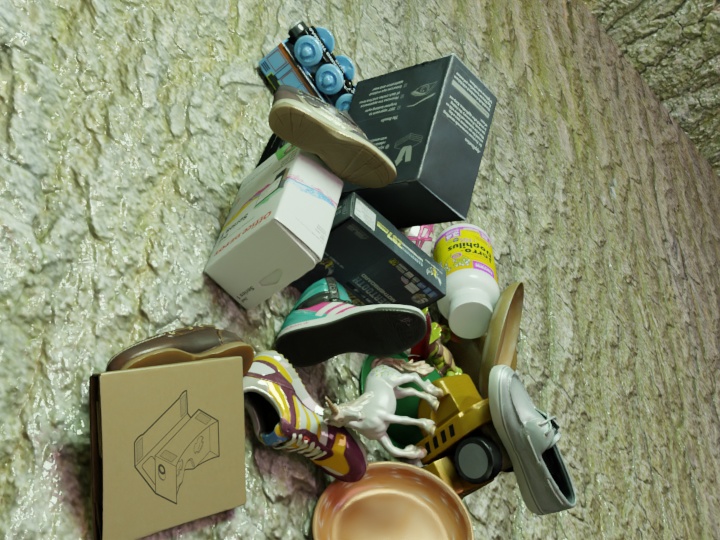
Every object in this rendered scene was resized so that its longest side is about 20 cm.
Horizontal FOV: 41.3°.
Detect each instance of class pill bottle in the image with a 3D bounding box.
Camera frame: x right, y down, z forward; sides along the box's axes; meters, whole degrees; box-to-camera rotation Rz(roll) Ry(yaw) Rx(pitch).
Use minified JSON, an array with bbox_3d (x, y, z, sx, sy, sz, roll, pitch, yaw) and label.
[{"bbox_3d":[0.173,0.018,1.560,0.104,0.104,0.202,42,26,-25],"label":"pill bottle"}]

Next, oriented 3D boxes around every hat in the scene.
[{"bbox_3d":[0.110,0.154,1.328,0.199,0.175,0.168,-13,75,-56],"label":"hat"}]

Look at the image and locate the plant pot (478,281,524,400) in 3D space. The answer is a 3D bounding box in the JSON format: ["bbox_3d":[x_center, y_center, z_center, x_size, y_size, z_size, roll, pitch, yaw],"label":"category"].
[{"bbox_3d":[0.220,0.114,1.504,0.200,0.027,0.205,14,89,-73],"label":"plant pot"}]

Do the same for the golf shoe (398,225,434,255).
[{"bbox_3d":[0.081,-0.040,1.543,0.093,0.072,0.200,57,42,-15],"label":"golf shoe"}]

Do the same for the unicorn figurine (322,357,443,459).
[{"bbox_3d":[0.027,0.167,1.162,0.135,0.075,0.200,20,19,2],"label":"unicorn figurine"}]

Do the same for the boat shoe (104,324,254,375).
[{"bbox_3d":[-0.206,0.100,1.050,0.070,0.072,0.198,31,18,30],"label":"boat shoe"}]

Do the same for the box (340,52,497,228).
[{"bbox_3d":[0.070,-0.176,1.367,0.117,0.194,0.204,33,65,-37],"label":"box"}]

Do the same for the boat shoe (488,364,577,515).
[{"bbox_3d":[0.220,0.209,1.195,0.070,0.070,0.205,-34,107,-54],"label":"boat shoe"}]

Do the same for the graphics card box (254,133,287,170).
[{"bbox_3d":[-0.066,-0.110,1.410,0.200,0.050,0.127,46,36,-23],"label":"graphics card box"}]

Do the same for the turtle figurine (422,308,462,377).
[{"bbox_3d":[0.117,0.124,1.460,0.162,0.063,0.202,56,15,-41],"label":"turtle figurine"}]

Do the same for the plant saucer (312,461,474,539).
[{"bbox_3d":[0.038,0.320,1.148,0.195,0.038,0.202,5,39,-4],"label":"plant saucer"}]

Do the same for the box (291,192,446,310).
[{"bbox_3d":[0.000,0.000,1.316,0.199,0.156,0.052,39,38,-30],"label":"box"}]

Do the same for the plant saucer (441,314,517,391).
[{"bbox_3d":[0.213,0.116,1.631,0.199,0.035,0.203,34,41,-35],"label":"plant saucer"}]

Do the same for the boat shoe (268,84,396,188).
[{"bbox_3d":[-0.031,-0.174,1.222,0.198,0.072,0.066,26,49,-30],"label":"boat shoe"}]

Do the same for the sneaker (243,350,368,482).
[{"bbox_3d":[-0.077,0.194,1.144,0.200,0.075,0.090,45,34,-5],"label":"sneaker"}]

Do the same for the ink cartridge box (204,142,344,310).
[{"bbox_3d":[-0.105,-0.069,1.236,0.084,0.144,0.202,41,37,-23],"label":"ink cartridge box"}]

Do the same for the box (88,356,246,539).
[{"bbox_3d":[-0.193,0.180,0.985,0.198,0.021,0.168,-1,89,-55],"label":"box"}]

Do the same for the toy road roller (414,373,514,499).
[{"bbox_3d":[0.118,0.231,1.273,0.122,0.199,0.148,1,55,-54],"label":"toy road roller"}]

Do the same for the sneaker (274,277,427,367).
[{"bbox_3d":[-0.010,0.060,1.251,0.122,0.195,0.085,-86,165,-59],"label":"sneaker"}]

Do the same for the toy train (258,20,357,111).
[{"bbox_3d":[-0.063,-0.285,1.488,0.201,0.113,0.087,54,31,-9],"label":"toy train"}]
